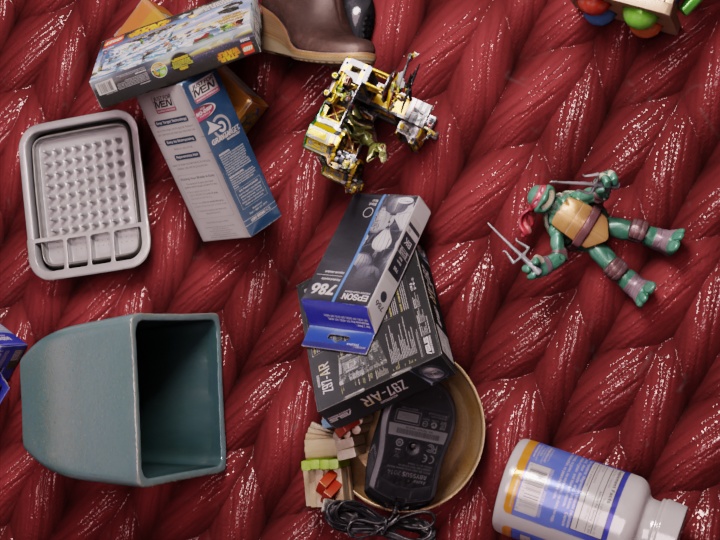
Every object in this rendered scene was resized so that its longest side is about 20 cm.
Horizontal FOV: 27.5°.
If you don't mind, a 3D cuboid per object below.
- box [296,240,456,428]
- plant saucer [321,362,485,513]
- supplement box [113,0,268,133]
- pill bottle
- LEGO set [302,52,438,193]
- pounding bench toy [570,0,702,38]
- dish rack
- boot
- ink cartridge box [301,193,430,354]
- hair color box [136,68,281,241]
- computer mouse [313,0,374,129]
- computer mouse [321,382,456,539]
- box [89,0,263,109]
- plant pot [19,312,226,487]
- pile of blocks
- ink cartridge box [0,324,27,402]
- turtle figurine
[{"bbox_3d":[0.015,0.066,1.696,0.160,0.044,0.201,-27,45,14],"label":"box"},{"bbox_3d":[0.054,0.184,1.741,0.199,0.035,0.201,0,88,17],"label":"plant saucer"},{"bbox_3d":[-0.209,-0.246,1.821,0.200,0.069,0.067,45,101,15],"label":"supplement box"},{"bbox_3d":[0.257,0.269,1.637,0.199,0.112,0.113,17,93,16],"label":"pill bottle"},{"bbox_3d":[0.022,-0.157,1.694,0.115,0.200,0.154,25,77,11],"label":"LEGO set"},{"bbox_3d":[0.342,-0.334,1.626,0.199,0.124,0.157,19,94,16],"label":"pounding bench toy"},{"bbox_3d":[-0.344,-0.094,1.867,0.171,0.044,0.201,-8,86,17],"label":"dish rack"},{"bbox_3d":[-0.046,-0.329,1.738,0.199,0.072,0.167,20,102,43],"label":"boot"},{"bbox_3d":[0.000,0.000,1.701,0.099,0.039,0.201,4,59,36],"label":"ink cartridge box"},{"bbox_3d":[-0.180,-0.137,1.751,0.100,0.060,0.201,-3,117,47],"label":"hair color box"},{"bbox_3d":[-0.027,-0.246,1.782,0.058,0.034,0.201,14,92,16],"label":"computer mouse"},{"bbox_3d":[0.045,0.214,1.689,0.138,0.053,0.201,18,95,-12],"label":"computer mouse"},{"bbox_3d":[-0.213,-0.262,1.722,0.199,0.137,0.040,-18,118,8],"label":"box"},{"bbox_3d":[-0.299,0.156,1.774,0.199,0.196,0.198,-5,87,25],"label":"plant pot"},{"bbox_3d":[-0.028,0.187,1.715,0.082,0.062,0.201,19,94,16],"label":"pile of blocks"},{"bbox_3d":[-0.528,0.112,1.900,0.200,0.076,0.137,35,98,13],"label":"ink cartridge box"},{"bbox_3d":[0.254,-0.050,1.657,0.199,0.101,0.150,29,111,1],"label":"turtle figurine"}]
